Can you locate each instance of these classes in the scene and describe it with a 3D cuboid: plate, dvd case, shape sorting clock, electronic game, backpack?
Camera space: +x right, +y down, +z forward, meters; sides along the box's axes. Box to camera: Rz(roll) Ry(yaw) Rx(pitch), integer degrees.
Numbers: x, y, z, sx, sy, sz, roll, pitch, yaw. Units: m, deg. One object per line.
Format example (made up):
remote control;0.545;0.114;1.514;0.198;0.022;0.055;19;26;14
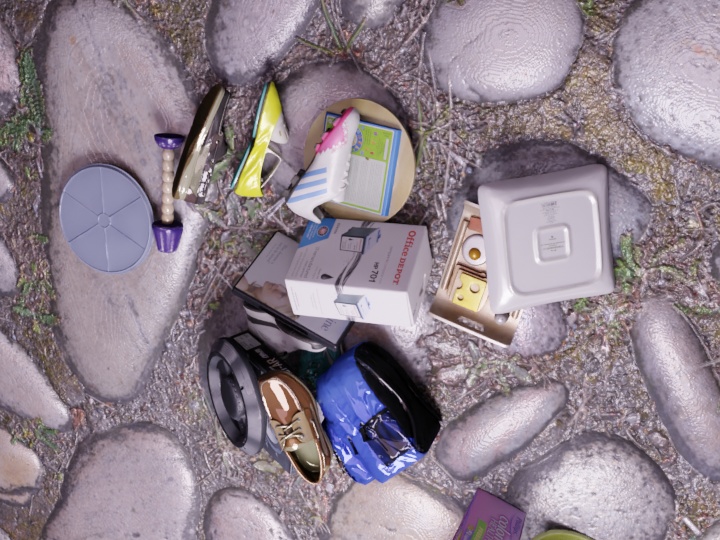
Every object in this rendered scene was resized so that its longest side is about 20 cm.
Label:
plate;0.281;-0.043;1.358;0.196;0.032;0.203;-9;105;-3
dvd case;-0.091;0.031;1.503;0.198;0.143;0.018;29;145;9
shape sorting clock;-0.003;-0.171;1.458;0.197;0.039;0.203;7;108;22
electronic game;-0.207;0.210;1.535;0.200;0.041;0.203;36;133;50
backpack;0.011;0.232;1.502;0.167;0.162;0.201;-36;90;14

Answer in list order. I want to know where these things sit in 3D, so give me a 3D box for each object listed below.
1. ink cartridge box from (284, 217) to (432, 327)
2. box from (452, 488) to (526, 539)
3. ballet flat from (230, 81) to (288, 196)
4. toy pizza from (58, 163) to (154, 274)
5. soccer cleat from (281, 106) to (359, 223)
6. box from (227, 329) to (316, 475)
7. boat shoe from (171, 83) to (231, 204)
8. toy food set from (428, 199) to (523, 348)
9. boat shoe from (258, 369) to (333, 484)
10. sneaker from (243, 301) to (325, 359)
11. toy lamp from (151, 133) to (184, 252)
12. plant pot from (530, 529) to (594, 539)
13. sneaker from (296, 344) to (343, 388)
ink cartridge box;0.000;0.000;1.441;0.197;0.148;0.087;4;138;18
box;0.182;0.503;1.523;0.096;0.176;0.202;26;113;9
ballet flat;-0.154;-0.208;1.496;0.066;0.067;0.202;18;116;-10
toy pizza;-0.452;-0.093;1.647;0.197;0.032;0.204;5;107;18
soccer cleat;-0.042;-0.161;1.426;0.086;0.070;0.201;36;120;-4
box;-0.154;0.219;1.544;0.199;0.043;0.162;36;131;39
boat shoe;-0.253;-0.206;1.526;0.065;0.072;0.203;19;99;-28
toy food set;0.198;0.005;1.430;0.142;0.060;0.203;21;111;12
boat shoe;-0.096;0.244;1.411;0.075;0.074;0.202;-21;116;14
sneaker;-0.119;0.121;1.556;0.199;0.075;0.117;23;127;43
toy lamp;-0.330;-0.131;1.579;0.057;0.058;0.203;12;108;16
plant pot;0.323;0.567;1.503;0.198;0.200;0.192;26;125;10
sneaker;-0.087;0.191;1.578;0.077;0.080;0.202;27;113;10
